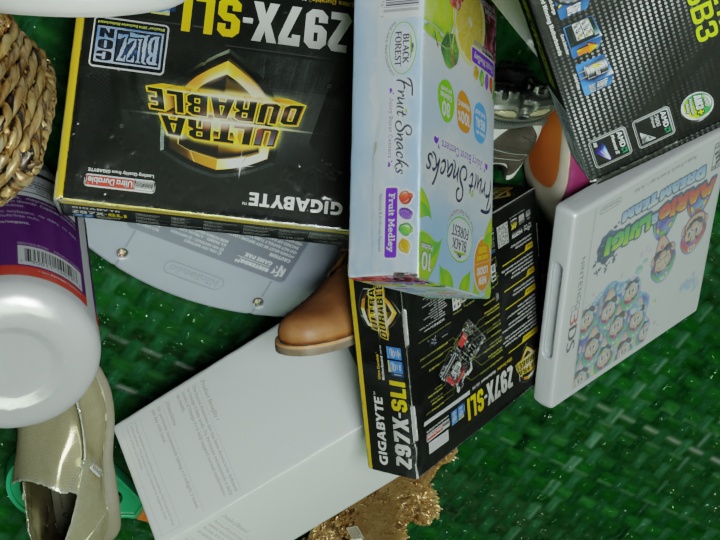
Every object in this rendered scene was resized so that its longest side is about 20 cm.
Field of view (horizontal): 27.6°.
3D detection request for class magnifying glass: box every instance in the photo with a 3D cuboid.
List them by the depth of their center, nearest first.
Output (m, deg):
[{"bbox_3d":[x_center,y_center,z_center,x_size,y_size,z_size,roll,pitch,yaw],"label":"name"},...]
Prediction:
[{"bbox_3d":[-0.202,0.189,1.227,0.199,0.022,0.080,25,113,-27],"label":"magnifying glass"}]

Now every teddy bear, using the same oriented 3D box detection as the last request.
[{"bbox_3d":[0.008,0.199,1.278,0.144,0.067,0.201,0,130,-6],"label":"teddy bear"}]

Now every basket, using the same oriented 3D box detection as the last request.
[{"bbox_3d":[-0.278,-0.122,0.873,0.142,0.200,0.149,-37,124,6],"label":"basket"}]

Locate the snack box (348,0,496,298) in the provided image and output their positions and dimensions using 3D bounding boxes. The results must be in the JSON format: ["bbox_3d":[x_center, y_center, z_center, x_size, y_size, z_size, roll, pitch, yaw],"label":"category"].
[{"bbox_3d":[0.042,-0.088,0.935,0.053,0.202,0.142,-1,174,24],"label":"snack box"}]

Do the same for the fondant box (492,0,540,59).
[{"bbox_3d":[0.144,-0.215,0.941,0.144,0.200,0.058,-39,126,10],"label":"fondant box"}]

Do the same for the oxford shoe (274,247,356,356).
[{"bbox_3d":[0.000,0.000,1.087,0.200,0.071,0.072,-38,125,-44],"label":"oxford shoe"}]

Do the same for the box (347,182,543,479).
[{"bbox_3d":[0.070,0.038,1.091,0.200,0.049,0.161,-31,123,-49],"label":"box"}]

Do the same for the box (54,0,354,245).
[{"bbox_3d":[-0.089,-0.108,0.955,0.198,0.049,0.161,7,79,-7],"label":"box"}]

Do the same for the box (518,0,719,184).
[{"bbox_3d":[0.185,-0.173,0.829,0.192,0.048,0.201,-23,124,2],"label":"box"}]

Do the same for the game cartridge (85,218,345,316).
[{"bbox_3d":[-0.106,-0.039,1.088,0.199,0.041,0.134,22,111,-28],"label":"game cartridge"}]

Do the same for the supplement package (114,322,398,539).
[{"bbox_3d":[-0.070,0.135,1.150,0.199,0.117,0.117,-31,147,6],"label":"supplement package"}]

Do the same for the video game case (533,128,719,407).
[{"bbox_3d":[0.215,-0.007,1.160,0.199,0.024,0.183,-28,134,-36],"label":"video game case"}]

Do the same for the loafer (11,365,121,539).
[{"bbox_3d":[-0.231,0.137,1.121,0.075,0.068,0.201,5,116,29],"label":"loafer"}]

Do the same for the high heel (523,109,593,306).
[{"bbox_3d":[0.181,-0.058,1.147,0.095,0.067,0.201,-13,123,-18],"label":"high heel"}]

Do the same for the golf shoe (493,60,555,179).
[{"bbox_3d":[0.043,-0.102,1.065,0.198,0.078,0.095,2,123,-17],"label":"golf shoe"}]

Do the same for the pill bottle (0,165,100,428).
[{"bbox_3d":[-0.234,0.003,0.972,0.111,0.200,0.113,-7,126,-10],"label":"pill bottle"}]

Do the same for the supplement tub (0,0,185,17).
[{"bbox_3d":[-0.164,-0.252,0.835,0.139,0.140,0.202,-3,107,-15],"label":"supplement tub"}]
